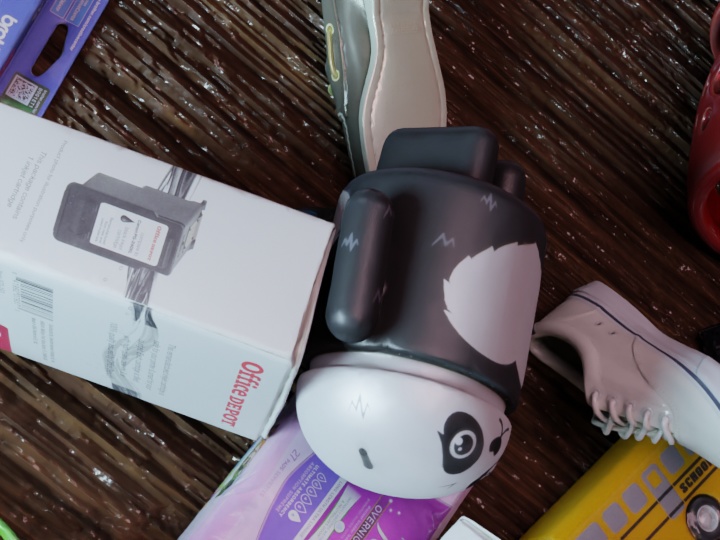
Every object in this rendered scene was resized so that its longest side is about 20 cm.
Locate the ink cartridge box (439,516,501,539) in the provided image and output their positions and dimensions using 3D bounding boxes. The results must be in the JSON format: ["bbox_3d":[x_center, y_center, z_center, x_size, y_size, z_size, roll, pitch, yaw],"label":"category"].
[{"bbox_3d":[0.074,0.258,0.750,0.146,0.086,0.201,-42,119,-11],"label":"ink cartridge box"}]

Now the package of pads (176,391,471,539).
[{"bbox_3d":[-0.021,0.146,0.808,0.120,0.076,0.200,41,62,-4],"label":"package of pads"}]

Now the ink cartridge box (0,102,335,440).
[{"bbox_3d":[-0.124,0.005,0.744,0.198,0.145,0.084,20,65,-4],"label":"ink cartridge box"}]

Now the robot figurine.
[{"bbox_3d":[0.037,0.023,0.758,0.149,0.125,0.202,20,70,-17],"label":"robot figurine"}]

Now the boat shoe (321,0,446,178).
[{"bbox_3d":[0.011,-0.137,0.914,0.071,0.060,0.205,-7,96,-40],"label":"boat shoe"}]

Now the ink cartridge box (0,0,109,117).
[{"bbox_3d":[-0.255,-0.182,0.825,0.199,0.042,0.120,32,65,-14],"label":"ink cartridge box"}]

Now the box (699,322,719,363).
[{"bbox_3d":[0.372,0.109,0.973,0.198,0.124,0.199,-9,80,-26],"label":"box"}]

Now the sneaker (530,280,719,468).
[{"bbox_3d":[0.181,0.081,0.879,0.070,0.200,0.074,-33,127,-12],"label":"sneaker"}]

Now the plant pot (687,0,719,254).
[{"bbox_3d":[0.338,-0.114,0.984,0.199,0.200,0.184,22,61,-16],"label":"plant pot"}]

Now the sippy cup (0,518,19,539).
[{"bbox_3d":[-0.251,0.187,0.670,0.131,0.140,0.177,54,35,11],"label":"sippy cup"}]

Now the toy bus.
[{"bbox_3d":[0.169,0.168,0.894,0.199,0.065,0.079,-38,91,-28],"label":"toy bus"}]

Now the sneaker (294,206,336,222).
[{"bbox_3d":[0.000,0.000,0.863,0.197,0.073,0.083,-12,114,-12],"label":"sneaker"}]
